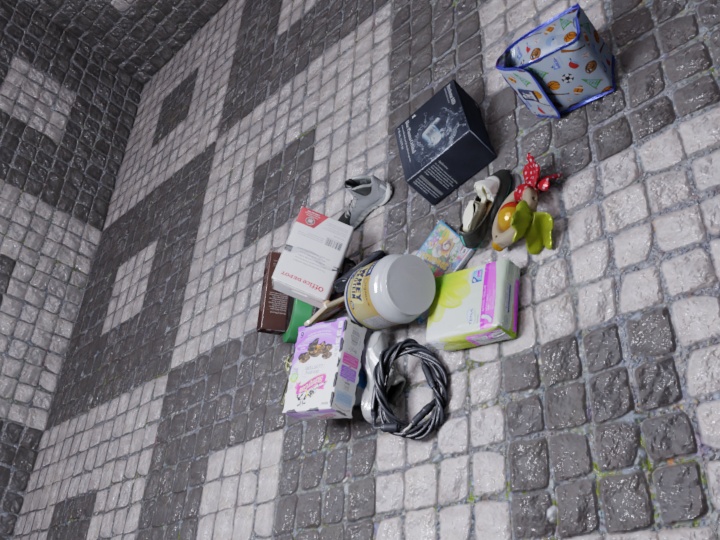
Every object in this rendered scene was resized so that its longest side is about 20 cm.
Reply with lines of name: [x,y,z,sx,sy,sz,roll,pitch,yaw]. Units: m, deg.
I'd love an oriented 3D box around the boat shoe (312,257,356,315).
boat shoe: [-0.095,0.047,1.774,0.074,0.092,0.204,17,80,53]

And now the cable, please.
cable: [0.102,0.236,1.406,0.158,0.051,0.206,2,67,21]

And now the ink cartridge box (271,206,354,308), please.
ink cartridge box: [-0.116,-0.029,1.683,0.083,0.143,0.204,106,-174,-70]

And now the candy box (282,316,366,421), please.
candy box: [-0.079,0.220,1.517,0.165,0.071,0.206,-15,56,43]

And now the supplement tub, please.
supplement tub: [0.062,0.046,1.484,0.199,0.141,0.148,-24,46,62]

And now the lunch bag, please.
lunch bag: [0.402,-0.414,1.428,0.197,0.169,0.127,-16,49,41]

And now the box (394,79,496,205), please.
box: [0.197,-0.305,1.643,0.198,0.116,0.201,-36,43,27]

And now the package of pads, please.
package of pads: [0.226,0.076,1.393,0.197,0.067,0.159,-17,52,44]

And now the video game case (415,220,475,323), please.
video game case: [0.161,0.000,1.563,0.202,0.018,0.143,-54,37,9]

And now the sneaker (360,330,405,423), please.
sneaker: [0.058,0.227,1.500,0.097,0.077,0.206,-16,62,33]

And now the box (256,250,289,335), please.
box: [-0.225,0.061,1.821,0.100,0.073,0.207,149,130,-72]

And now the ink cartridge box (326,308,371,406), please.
ink cartridge box: [-0.043,0.214,1.609,0.143,0.084,0.205,-31,46,32]

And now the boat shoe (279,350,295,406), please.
boat shoe: [-0.157,0.246,1.669,0.072,0.058,0.208,-101,19,-67]

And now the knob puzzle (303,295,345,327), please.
knob puzzle: [-0.059,0.086,1.645,0.218,0.218,0.031,-37,78,28]

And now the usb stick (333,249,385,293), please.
usb stick: [0.000,0.000,1.645,0.055,0.033,0.199,-33,3,37]

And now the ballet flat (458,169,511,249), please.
ballet flat: [0.266,-0.144,1.478,0.067,0.068,0.204,9,69,47]

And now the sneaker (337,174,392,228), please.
sneaker: [-0.019,-0.190,1.822,0.198,0.114,0.076,-37,42,27]

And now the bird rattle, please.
bird rattle: [0.319,-0.127,1.397,0.163,0.110,0.205,-41,34,49]

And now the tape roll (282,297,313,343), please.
tape roll: [-0.162,0.087,1.790,0.200,0.047,0.207,-170,89,-77]
